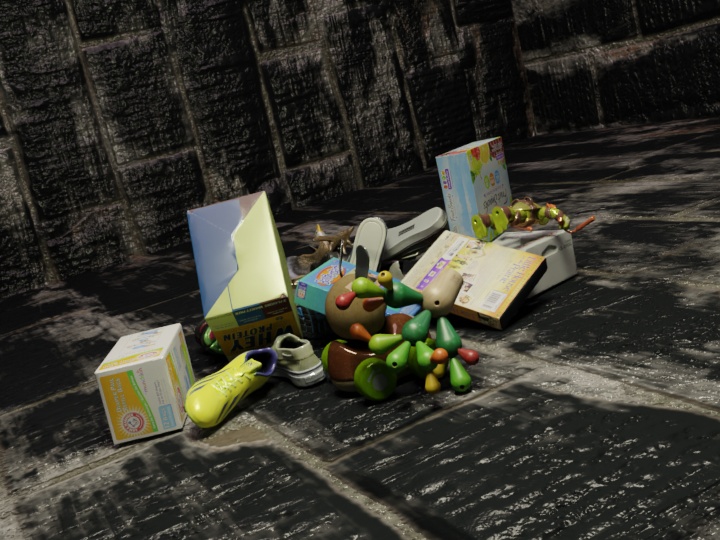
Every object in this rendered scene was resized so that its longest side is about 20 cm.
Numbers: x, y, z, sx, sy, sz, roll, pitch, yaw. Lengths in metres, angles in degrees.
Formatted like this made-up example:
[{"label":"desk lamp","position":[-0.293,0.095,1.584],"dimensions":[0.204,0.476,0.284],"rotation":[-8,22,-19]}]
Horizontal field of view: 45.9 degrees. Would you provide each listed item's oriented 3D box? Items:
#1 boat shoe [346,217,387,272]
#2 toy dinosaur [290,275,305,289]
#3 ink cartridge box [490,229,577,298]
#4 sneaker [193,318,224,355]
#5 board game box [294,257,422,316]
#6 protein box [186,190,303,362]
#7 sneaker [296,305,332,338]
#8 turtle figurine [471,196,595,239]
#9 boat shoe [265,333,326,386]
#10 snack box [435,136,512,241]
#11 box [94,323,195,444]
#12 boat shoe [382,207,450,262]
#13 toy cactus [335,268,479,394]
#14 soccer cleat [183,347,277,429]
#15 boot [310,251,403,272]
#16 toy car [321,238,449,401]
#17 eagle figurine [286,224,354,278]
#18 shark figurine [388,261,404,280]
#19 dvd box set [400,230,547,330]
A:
[{"label":"boat shoe","position":[0.000,0.000,1.539],"dimensions":[0.074,0.203,0.062],"rotation":[16,8,12]},{"label":"toy dinosaur","position":[-0.085,0.028,1.604],"dimensions":[0.198,0.059,0.100],"rotation":[6,-8,-39]},{"label":"ink cartridge box","position":[0.258,-0.011,1.502],"dimensions":[0.145,0.084,0.199],"rotation":[-21,13,-37]},{"label":"sneaker","position":[-0.266,0.122,1.572],"dimensions":[0.083,0.077,0.200],"rotation":[-31,7,4]},{"label":"board game box","position":[0.010,0.045,1.424],"dimensions":[0.198,0.046,0.152],"rotation":[20,22,17]},{"label":"protein box","position":[-0.187,0.018,1.410],"dimensions":[0.133,0.201,0.201],"rotation":[-14,-27,-2]},{"label":"sneaker","position":[-0.099,0.078,1.547],"dimensions":[0.198,0.076,0.086],"rotation":[-2,10,45]},{"label":"turtle figurine","position":[0.275,-0.090,1.417],"dimensions":[0.160,0.065,0.199],"rotation":[-8,8,-37]},{"label":"boat shoe","position":[-0.106,0.129,1.322],"dimensions":[0.071,0.063,0.199],"rotation":[-19,11,-24]},{"label":"snack box","position":[0.215,-0.144,1.556],"dimensions":[0.067,0.171,0.200],"rotation":[-6,11,30]},{"label":"box","position":[-0.316,0.165,1.273],"dimensions":[0.100,0.114,0.200],"rotation":[-13,10,-3]},{"label":"boat shoe","position":[0.086,-0.046,1.576],"dimensions":[0.199,0.064,0.071],"rotation":[-24,33,34]},{"label":"toy cactus","position":[0.079,0.057,1.080],"dimensions":[0.165,0.199,0.103],"rotation":[-51,-7,-31]},{"label":"soccer cleat","position":[-0.182,0.159,1.214],"dimensions":[0.084,0.065,0.200],"rotation":[-42,-3,24]},{"label":"boot","position":[-0.010,0.010,1.725],"dimensions":[0.156,0.081,0.211],"rotation":[-5,-9,-19]},{"label":"toy car","position":[0.013,0.055,1.180],"dimensions":[0.156,0.203,0.164],"rotation":[-18,12,-20]},{"label":"eagle figurine","position":[-0.086,-0.034,2.009],"dimensions":[0.150,0.152,0.200],"rotation":[23,-39,-20]},{"label":"shark figurine","position":[0.095,0.019,1.557],"dimensions":[0.212,0.091,0.128],"rotation":[-15,13,2]},{"label":"dvd box set","position":[0.179,0.011,1.367],"dimensions":[0.198,0.030,0.147],"rotation":[17,53,38]}]
